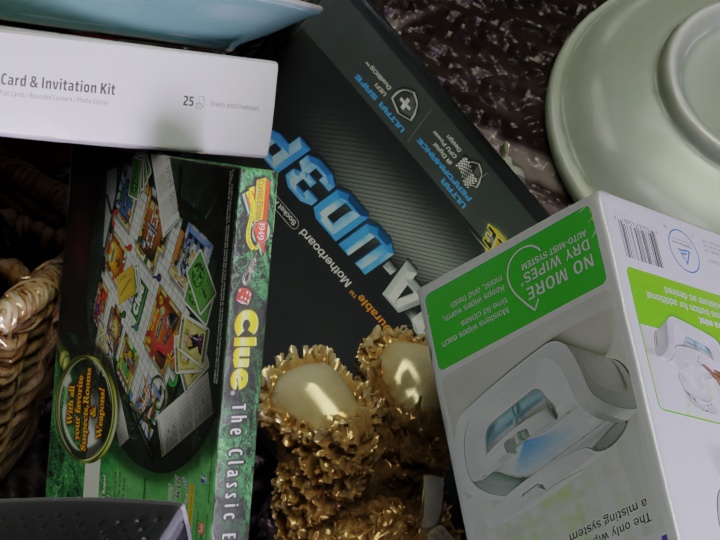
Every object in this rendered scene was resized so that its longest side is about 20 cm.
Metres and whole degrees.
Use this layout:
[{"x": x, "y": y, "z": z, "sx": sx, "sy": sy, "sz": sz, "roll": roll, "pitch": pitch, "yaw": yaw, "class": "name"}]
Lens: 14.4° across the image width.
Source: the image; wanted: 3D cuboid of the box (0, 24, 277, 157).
[{"x": -0.154, "y": -0.077, "z": 1.093, "sx": 0.155, "sy": 0.041, "sz": 0.199, "roll": 3, "pitch": 7, "yaw": -41, "class": "box"}]

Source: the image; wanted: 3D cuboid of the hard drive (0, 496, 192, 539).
[{"x": -0.159, "y": 0.142, "z": 1.038, "sx": 0.199, "sy": 0.042, "sz": 0.135, "roll": -7, "pitch": 37, "yaw": 36, "class": "hard drive"}]

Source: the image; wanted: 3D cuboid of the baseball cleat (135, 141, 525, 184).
[{"x": -0.021, "y": -0.013, "z": 1.248, "sx": 0.199, "sy": 0.070, "sz": 0.107, "roll": 3, "pitch": 81, "yaw": -20, "class": "baseball cleat"}]

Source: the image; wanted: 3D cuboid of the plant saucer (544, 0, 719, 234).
[{"x": 0.187, "y": -0.073, "z": 1.340, "sx": 0.199, "sy": 0.050, "sz": 0.201, "roll": 6, "pitch": 54, "yaw": -8, "class": "plant saucer"}]

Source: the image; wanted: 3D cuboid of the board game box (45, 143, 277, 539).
[{"x": -0.078, "y": 0.057, "z": 1.061, "sx": 0.023, "sy": 0.201, "sz": 0.104, "roll": 0, "pitch": 8, "yaw": -45, "class": "board game box"}]

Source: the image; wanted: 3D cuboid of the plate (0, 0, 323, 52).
[{"x": -0.114, "y": -0.105, "z": 1.104, "sx": 0.199, "sy": 0.200, "sz": 0.026, "roll": 7, "pitch": 94, "yaw": -8, "class": "plate"}]

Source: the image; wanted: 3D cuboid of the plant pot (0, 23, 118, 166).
[{"x": -0.187, "y": -0.198, "z": 1.266, "sx": 0.199, "sy": 0.177, "sz": 0.201, "roll": 17, "pitch": 53, "yaw": -1, "class": "plant pot"}]

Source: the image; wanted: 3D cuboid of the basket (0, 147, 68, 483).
[{"x": -0.203, "y": -0.024, "z": 1.152, "sx": 0.199, "sy": 0.149, "sz": 0.143, "roll": 24, "pitch": 53, "yaw": 6, "class": "basket"}]

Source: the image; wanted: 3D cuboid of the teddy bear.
[{"x": 0.005, "y": 0.121, "z": 1.102, "sx": 0.145, "sy": 0.067, "sz": 0.201, "roll": -33, "pitch": 110, "yaw": -42, "class": "teddy bear"}]

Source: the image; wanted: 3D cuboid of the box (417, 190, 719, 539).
[{"x": 0.134, "y": 0.086, "z": 1.056, "sx": 0.199, "sy": 0.096, "sz": 0.177, "roll": 16, "pitch": 54, "yaw": -46, "class": "box"}]

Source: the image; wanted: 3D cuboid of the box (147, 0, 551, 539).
[{"x": 0.000, "y": 0.000, "z": 1.176, "sx": 0.200, "sy": 0.046, "sz": 0.159, "roll": 49, "pitch": 57, "yaw": -19, "class": "box"}]
